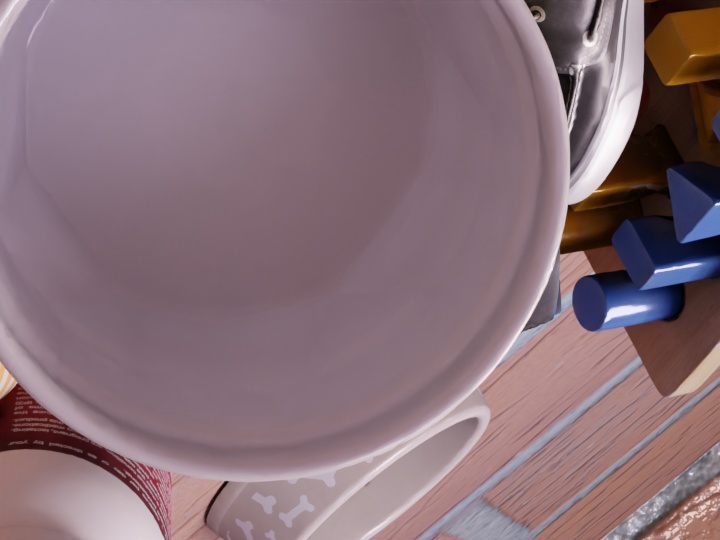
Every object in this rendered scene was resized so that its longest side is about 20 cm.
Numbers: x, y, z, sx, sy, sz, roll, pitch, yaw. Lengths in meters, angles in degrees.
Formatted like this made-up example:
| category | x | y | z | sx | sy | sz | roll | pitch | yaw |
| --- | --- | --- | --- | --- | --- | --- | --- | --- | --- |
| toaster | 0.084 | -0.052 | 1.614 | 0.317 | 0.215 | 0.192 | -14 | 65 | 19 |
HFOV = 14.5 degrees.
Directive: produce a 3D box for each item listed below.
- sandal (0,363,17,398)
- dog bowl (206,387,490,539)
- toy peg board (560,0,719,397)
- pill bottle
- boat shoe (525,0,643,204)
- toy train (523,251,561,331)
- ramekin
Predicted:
| category | x | y | z | sx | sy | sz | roll | pitch | yaw |
| --- | --- | --- | --- | --- | --- | --- | --- | --- | --- |
| sandal | -0.178 | 0.040 | 1.092 | 0.079 | 0.059 | 0.206 | -44 | 166 | 19 |
| dog bowl | -0.001 | 0.123 | 1.799 | 0.200 | 0.059 | 0.200 | -36 | 166 | -10 |
| toy peg board | 0.111 | -0.073 | 1.230 | 0.097 | 0.200 | 0.200 | -9 | 151 | -33 |
| pill bottle | -0.132 | 0.109 | 1.152 | 0.113 | 0.113 | 0.200 | -41 | -163 | 10 |
| boat shoe | 0.079 | -0.120 | 1.137 | 0.056 | 0.068 | 0.201 | -10 | 119 | -42 |
| toy train | 0.000 | 0.000 | 1.179 | 0.114 | 0.087 | 0.200 | -3 | -174 | 31 |
| ramekin | -0.038 | -0.042 | 0.923 | 0.200 | 0.200 | 0.105 | -40 | -162 | 4 |
